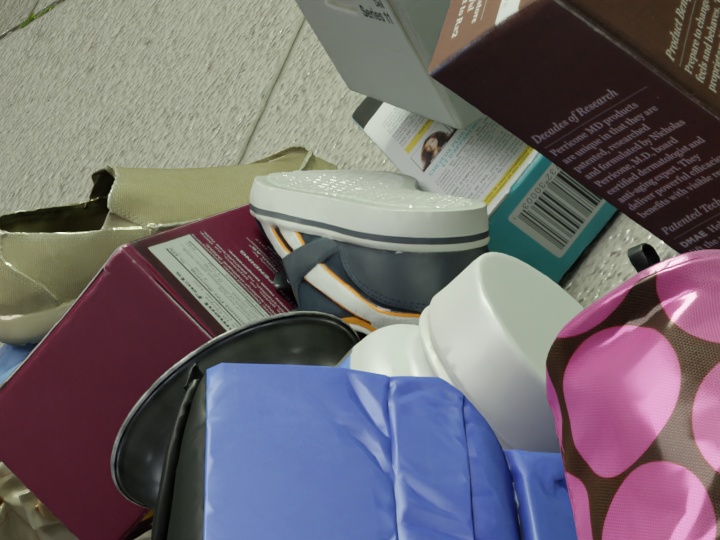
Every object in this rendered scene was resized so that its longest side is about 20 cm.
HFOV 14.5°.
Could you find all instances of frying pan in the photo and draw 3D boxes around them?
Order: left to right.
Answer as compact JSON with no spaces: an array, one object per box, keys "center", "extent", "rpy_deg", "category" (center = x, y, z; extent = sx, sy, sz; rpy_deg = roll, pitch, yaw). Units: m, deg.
[{"center":[-0.052,0.087,1.167],"extent":[0.031,0.115,0.190],"rpy_deg":[55,148,32],"category":"frying pan"}]

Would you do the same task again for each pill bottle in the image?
[{"center":[0.013,0.094,1.092],"extent":[0.200,0.114,0.114],"rpy_deg":[-46,24,20],"category":"pill bottle"}]

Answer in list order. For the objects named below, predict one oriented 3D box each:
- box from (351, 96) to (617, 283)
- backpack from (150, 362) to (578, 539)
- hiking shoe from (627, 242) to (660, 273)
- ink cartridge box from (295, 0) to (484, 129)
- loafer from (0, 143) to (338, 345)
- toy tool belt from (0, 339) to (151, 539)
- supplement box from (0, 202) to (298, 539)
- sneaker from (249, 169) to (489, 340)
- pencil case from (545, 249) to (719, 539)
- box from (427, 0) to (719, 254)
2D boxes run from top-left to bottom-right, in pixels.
[{"center":[0.062,-0.062,1.295],"extent":[0.082,0.049,0.200],"rpy_deg":[-51,23,6],"category":"box"},{"center":[0.003,0.159,0.964],"extent":[0.163,0.167,0.200],"rpy_deg":[-85,4,-52],"category":"backpack"},{"center":[0.112,0.084,0.946],"extent":[0.074,0.087,0.200],"rpy_deg":[-41,26,29],"category":"hiking shoe"},{"center":[0.079,-0.154,1.257],"extent":[0.200,0.083,0.147],"rpy_deg":[-32,20,-11],"category":"ink cartridge box"},{"center":[-0.106,-0.024,1.454],"extent":[0.199,0.068,0.076],"rpy_deg":[-22,22,-6],"category":"loafer"},{"center":[-0.170,0.085,1.446],"extent":[0.125,0.123,0.200],"rpy_deg":[-49,23,11],"category":"toy tool belt"},{"center":[-0.075,0.042,1.261],"extent":[0.110,0.086,0.200],"rpy_deg":[-47,-7,17],"category":"supplement box"},{"center":[0.000,0.000,1.225],"extent":[0.200,0.078,0.080],"rpy_deg":[-151,59,-73],"category":"sneaker"},{"center":[0.106,0.097,0.847],"extent":[0.094,0.091,0.200],"rpy_deg":[-33,48,33],"category":"pencil case"},{"center":[0.128,-0.062,0.972],"extent":[0.075,0.200,0.100],"rpy_deg":[-29,34,46],"category":"box"}]
